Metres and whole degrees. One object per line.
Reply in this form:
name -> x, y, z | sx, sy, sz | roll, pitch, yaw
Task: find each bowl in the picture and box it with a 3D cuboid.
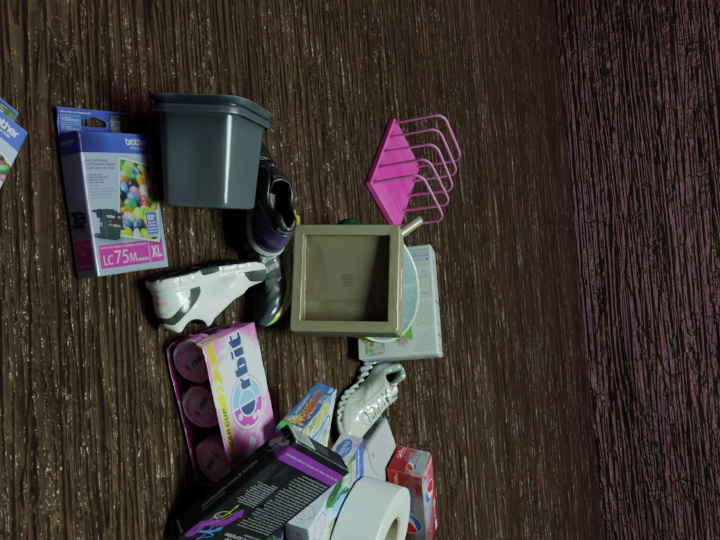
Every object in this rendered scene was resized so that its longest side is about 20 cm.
bowl -> -0.003, 0.030, 1.347 | 0.200, 0.108, 0.201 | 11, 74, -43

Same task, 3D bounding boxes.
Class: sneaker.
sneaker -> -0.129, -0.126, 1.135 | 0.076, 0.088, 0.200 | -1, 63, -35
sneaker -> 0.018, 0.230, 1.394 | 0.200, 0.081, 0.075 | -59, 136, -45
sneaker -> -0.146, -0.012, 1.174 | 0.081, 0.074, 0.201 | 24, 59, -43
sneaker -> -0.203, 0.030, 1.057 | 0.200, 0.074, 0.080 | -17, 103, -51

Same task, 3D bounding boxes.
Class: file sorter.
file sorter -> 0.117, -0.204, 1.607 | 0.139, 0.125, 0.200 | 58, 38, -39

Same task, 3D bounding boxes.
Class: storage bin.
storage bin -> -0.200, -0.148, 1.019 | 0.200, 0.145, 0.135 | -34, 127, -85

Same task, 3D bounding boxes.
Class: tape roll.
tape roll -> 0.013, 0.434, 1.249 | 0.202, 0.071, 0.203 | 12, 90, -71

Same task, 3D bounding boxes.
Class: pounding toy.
pounding toy -> 0.000, 0.000, 1.195 | 0.142, 0.184, 0.201 | 57, 34, -79

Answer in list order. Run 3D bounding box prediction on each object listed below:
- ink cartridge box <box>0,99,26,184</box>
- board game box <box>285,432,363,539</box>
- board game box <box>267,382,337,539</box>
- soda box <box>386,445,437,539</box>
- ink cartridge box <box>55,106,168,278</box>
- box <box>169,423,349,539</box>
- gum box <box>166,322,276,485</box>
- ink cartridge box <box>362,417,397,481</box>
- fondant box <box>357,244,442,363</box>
ink cartridge box -> -0.398, -0.112, 0.746 | 0.119, 0.042, 0.200 | 48, 44, -47
board game box -> -0.049, 0.393, 1.220 | 0.200, 0.041, 0.200 | -51, 146, -52
board game box -> -0.090, 0.282, 1.148 | 0.135, 0.034, 0.200 | -42, 146, -60
soda box -> 0.098, 0.425, 1.466 | 0.063, 0.070, 0.200 | -54, 144, -51
ink cartridge box -> -0.295, -0.096, 0.942 | 0.119, 0.042, 0.201 | -12, 94, -61
box -> -0.128, 0.294, 1.025 | 0.036, 0.200, 0.143 | 52, 4, 39
gum box -> -0.182, 0.171, 1.058 | 0.113, 0.066, 0.201 | -25, 107, -60
ink cartridge box -> 0.028, 0.393, 1.412 | 0.163, 0.057, 0.200 | -50, 122, -53
fondant box -> 0.068, 0.062, 1.428 | 0.058, 0.144, 0.201 | 47, 39, -70
